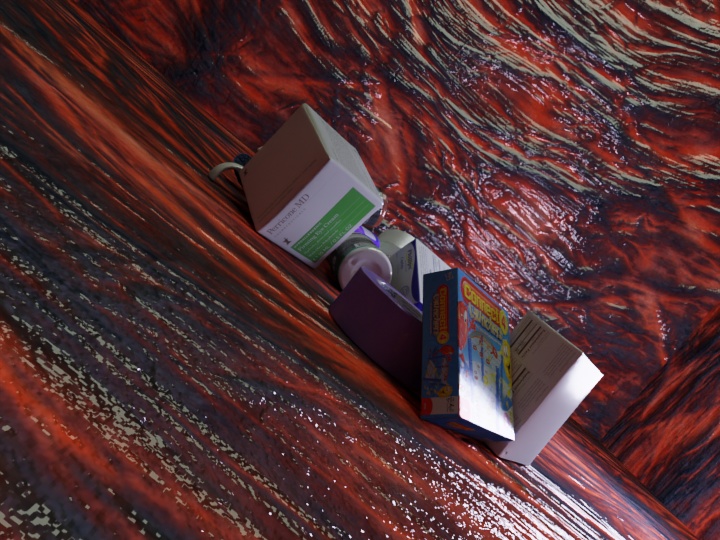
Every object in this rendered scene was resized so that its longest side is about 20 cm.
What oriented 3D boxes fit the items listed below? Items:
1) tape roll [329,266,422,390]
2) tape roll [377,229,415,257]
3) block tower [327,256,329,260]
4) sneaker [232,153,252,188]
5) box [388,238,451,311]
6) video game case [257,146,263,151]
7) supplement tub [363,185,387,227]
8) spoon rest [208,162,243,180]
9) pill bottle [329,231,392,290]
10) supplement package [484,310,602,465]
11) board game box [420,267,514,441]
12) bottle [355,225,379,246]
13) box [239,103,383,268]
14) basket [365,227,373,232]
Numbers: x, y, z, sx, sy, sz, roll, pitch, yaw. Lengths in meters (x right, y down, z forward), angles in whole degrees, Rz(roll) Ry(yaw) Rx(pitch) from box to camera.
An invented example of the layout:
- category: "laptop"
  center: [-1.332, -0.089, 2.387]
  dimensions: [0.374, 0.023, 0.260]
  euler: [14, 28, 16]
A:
- category: "tape roll"
  center: [0.051, 0.089, 0.879]
  dimensions: [0.199, 0.085, 0.200]
  euler: [39, 4, -3]
- category: "tape roll"
  center: [0.113, -0.021, 1.690]
  dimensions: [0.200, 0.071, 0.205]
  euler: [25, -43, 25]
- category: "block tower"
  center: [-0.085, -0.075, 1.472]
  dimensions: [0.054, 0.058, 0.200]
  euler: [35, 9, -37]
- category: "sneaker"
  center: [-0.224, -0.184, 1.311]
  dimensions: [0.201, 0.070, 0.078]
  euler: [51, -12, 5]
- category: "box"
  center: [0.148, 0.071, 1.213]
  dimensions: [0.199, 0.104, 0.186]
  euler: [37, 35, -30]
- category: "video game case"
  center: [-0.173, -0.184, 1.331]
  dimensions: [0.182, 0.023, 0.203]
  euler: [38, -28, 53]
- category: "supplement tub"
  center: [-0.036, -0.177, 1.406]
  dimensions: [0.197, 0.109, 0.107]
  euler: [10, 20, -29]
- category: "spoon rest"
  center: [-0.225, -0.164, 1.185]
  dimensions: [0.199, 0.061, 0.099]
  euler: [35, 7, -36]
- category: "pill bottle"
  center: [-0.007, -0.017, 1.191]
  dimensions: [0.112, 0.114, 0.200]
  euler: [37, 6, -18]
- category: "supplement package"
  center: [0.275, 0.197, 0.910]
  dimensions: [0.111, 0.201, 0.155]
  euler: [43, 6, 40]
- category: "board game box"
  center: [0.156, 0.127, 0.795]
  dimensions: [0.055, 0.200, 0.199]
  euler: [-11, -28, 32]
- category: "bottle"
  center: [-0.023, -0.088, 1.367]
  dimensions: [0.083, 0.066, 0.199]
  euler: [38, 6, 27]
- category: "box"
  center: [-0.098, -0.162, 1.080]
  dimensions: [0.171, 0.198, 0.202]
  euler: [34, 23, -43]
- category: "basket"
  center: [-0.038, -0.165, 1.595]
  dimensions: [0.136, 0.179, 0.201]
  euler: [49, 6, -28]
